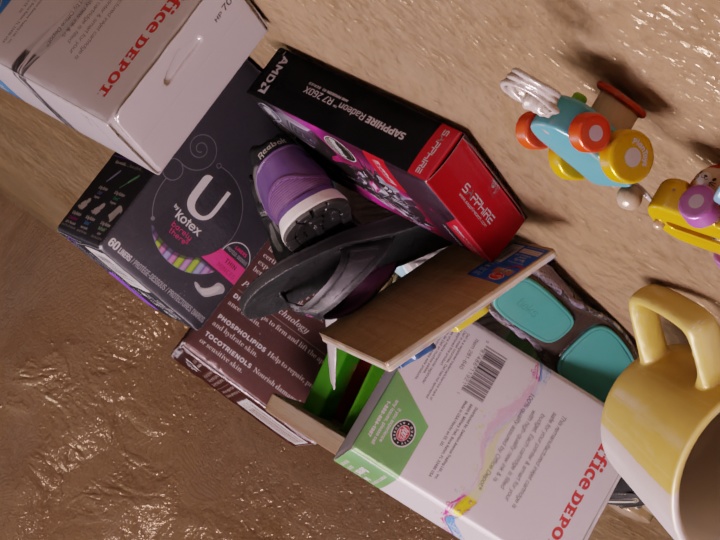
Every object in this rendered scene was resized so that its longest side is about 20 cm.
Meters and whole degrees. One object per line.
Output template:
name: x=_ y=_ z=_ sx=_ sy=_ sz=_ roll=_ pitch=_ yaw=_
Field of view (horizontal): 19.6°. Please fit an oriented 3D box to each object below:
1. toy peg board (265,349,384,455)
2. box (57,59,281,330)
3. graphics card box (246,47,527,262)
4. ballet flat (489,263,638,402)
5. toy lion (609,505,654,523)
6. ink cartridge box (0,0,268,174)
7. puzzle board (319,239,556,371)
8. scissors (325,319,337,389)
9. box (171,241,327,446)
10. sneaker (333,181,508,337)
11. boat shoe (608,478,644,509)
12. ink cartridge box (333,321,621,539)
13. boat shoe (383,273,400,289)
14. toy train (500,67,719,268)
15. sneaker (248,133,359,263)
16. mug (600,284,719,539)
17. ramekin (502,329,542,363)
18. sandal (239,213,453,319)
toy peg board: x=0.057 y=0.144 z=1.908 sx=0.200 sy=0.098 sz=0.199 roll=29 pitch=-176 yaw=42
box: x=-0.136 y=-0.070 z=1.742 sx=0.122 sy=0.200 sz=0.106 roll=41 pitch=169 yaw=-28
graphics card box: x=0.019 y=-0.088 z=1.568 sx=0.200 sy=0.051 sz=0.125 roll=30 pitch=170 yaw=38
ballet flat: x=0.164 y=0.042 z=1.689 sx=0.200 sy=0.072 sz=0.072 roll=43 pitch=168 yaw=-35
toy lion: x=0.350 y=0.240 z=1.989 sx=0.191 sy=0.069 sz=0.200 roll=29 pitch=171 yaw=-4
ink cartridge box: x=-0.193 y=-0.181 z=1.566 sx=0.200 sy=0.147 sz=0.086 roll=30 pitch=167 yaw=33
puzzle board: x=0.056 y=0.023 z=1.578 sx=0.017 sy=0.151 sz=0.200 roll=59 pitch=170 yaw=-12
scissors: x=-0.022 y=0.004 z=1.785 sx=0.073 sy=0.200 sz=0.014 roll=-10 pitch=-172 yaw=31
box: x=-0.062 y=0.049 z=2.060 sx=0.164 sy=0.200 sz=0.166 roll=36 pitch=170 yaw=-3
sneaker: x=0.050 y=-0.023 z=1.737 sx=0.200 sy=0.074 sz=0.082 roll=49 pitch=173 yaw=-16
boat shoe: x=0.241 y=0.173 z=1.803 sx=0.200 sy=0.068 sz=0.072 roll=8 pitch=-139 yaw=-19
ink cartridge box: x=0.103 y=0.141 z=1.681 sx=0.200 sy=0.145 sz=0.084 roll=32 pitch=164 yaw=-3
boat shoe: x=0.006 y=0.009 z=1.807 sx=0.201 sy=0.073 sz=0.063 roll=40 pitch=171 yaw=43
toy train: x=0.176 y=-0.063 z=1.138 sx=0.200 sy=0.056 sz=0.150 roll=30 pitch=168 yaw=14
sneaker: x=-0.048 y=-0.052 z=1.666 sx=0.088 sy=0.076 sz=0.200 roll=57 pitch=170 yaw=16
mug: x=0.257 y=0.108 z=1.527 sx=0.149 sy=0.187 sz=0.153 roll=5 pitch=-165 yaw=-26
ramekin: x=0.119 y=0.077 z=1.866 sx=0.200 sy=0.098 sz=0.200 roll=35 pitch=171 yaw=7
sandal: x=0.000 y=-0.001 z=1.633 sx=0.075 sy=0.200 sz=0.048 roll=67 pitch=180 yaw=-67
